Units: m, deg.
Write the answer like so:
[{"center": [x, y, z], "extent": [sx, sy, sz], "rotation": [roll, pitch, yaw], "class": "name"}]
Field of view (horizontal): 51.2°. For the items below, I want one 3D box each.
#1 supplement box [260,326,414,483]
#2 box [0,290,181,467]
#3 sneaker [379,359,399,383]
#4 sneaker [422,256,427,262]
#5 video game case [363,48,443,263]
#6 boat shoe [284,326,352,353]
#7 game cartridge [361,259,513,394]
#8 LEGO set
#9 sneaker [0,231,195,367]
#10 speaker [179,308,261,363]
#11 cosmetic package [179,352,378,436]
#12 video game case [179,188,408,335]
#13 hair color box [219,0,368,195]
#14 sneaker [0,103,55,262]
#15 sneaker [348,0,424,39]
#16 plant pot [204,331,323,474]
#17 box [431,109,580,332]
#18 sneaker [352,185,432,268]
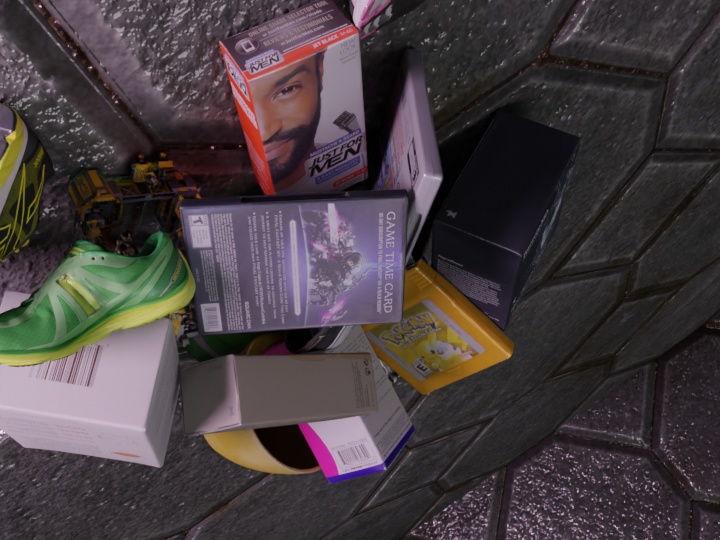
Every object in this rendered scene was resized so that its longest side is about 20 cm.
[{"center": [-0.029, 0.162, 0.997], "extent": [0.101, 0.201, 0.103], "rotation": [-23, -171, 33], "class": "supplement box"}, {"center": [-0.264, 0.115, 0.738], "extent": [0.151, 0.107, 0.200], "rotation": [10, 156, -7], "class": "box"}, {"center": [0.048, 0.140, 1.165], "extent": [0.146, 0.081, 0.200], "rotation": [-23, -171, 15], "class": "sneaker"}, {"center": [0.015, 0.051, 1.087], "extent": [0.105, 0.076, 0.200], "rotation": [-1, 137, -46], "class": "sneaker"}, {"center": [0.039, -0.097, 0.780], "extent": [0.022, 0.201, 0.182], "rotation": [7, 137, -12], "class": "video game case"}, {"center": [-0.029, 0.024, 0.777], "extent": [0.056, 0.069, 0.200], "rotation": [-17, 148, -35], "class": "boat shoe"}, {"center": [0.077, 0.079, 1.017], "extent": [0.200, 0.033, 0.176], "rotation": [40, 134, -20], "class": "game cartridge"}, {"center": [-0.208, 0.000, 0.723], "extent": [0.153, 0.116, 0.200], "rotation": [-5, 139, -43], "class": "LEGO set"}, {"center": [-0.234, 0.020, 0.615], "extent": [0.200, 0.084, 0.074], "rotation": [-25, -165, -39], "class": "sneaker"}, {"center": [-0.111, 0.016, 0.828], "extent": [0.200, 0.089, 0.088], "rotation": [-41, 151, 5], "class": "speaker"}, {"center": [-0.086, 0.134, 0.826], "extent": [0.103, 0.073, 0.199], "rotation": [-19, 163, 40], "class": "cosmetic package"}, {"center": [-0.057, -0.005, 0.695], "extent": [0.199, 0.019, 0.143], "rotation": [-4, 125, -6], "class": "video game case"}, {"center": [-0.056, -0.148, 0.726], "extent": [0.111, 0.064, 0.200], "rotation": [-27, 149, -13], "class": "hair color box"}, {"center": [-0.290, -0.024, 0.576], "extent": [0.085, 0.074, 0.201], "rotation": [49, 60, -70], "class": "sneaker"}, {"center": [0.014, -0.270, 0.611], "extent": [0.080, 0.087, 0.200], "rotation": [-29, 172, -10], "class": "sneaker"}, {"center": [-0.139, 0.192, 1.045], "extent": [0.142, 0.201, 0.200], "rotation": [-23, 161, 34], "class": "plant pot"}, {"center": [0.184, -0.060, 0.980], "extent": [0.197, 0.117, 0.200], "rotation": [-58, 160, -25], "class": "box"}, {"center": [0.000, 0.000, 0.880], "extent": [0.201, 0.106, 0.075], "rotation": [-63, 153, -10], "class": "sneaker"}]
